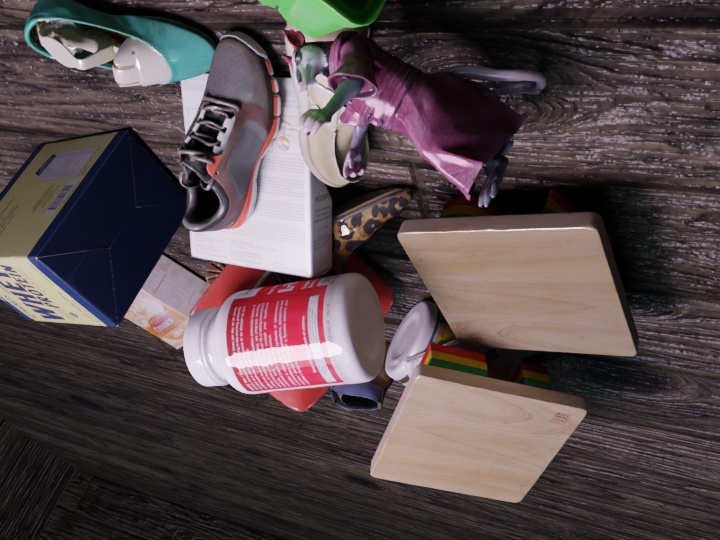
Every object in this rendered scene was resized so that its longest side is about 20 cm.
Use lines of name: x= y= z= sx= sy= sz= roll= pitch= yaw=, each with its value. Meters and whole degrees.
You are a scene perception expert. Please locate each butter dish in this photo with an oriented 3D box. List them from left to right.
butter dish: x=-0.095 y=0.041 z=0.944 sx=0.199 sy=0.201 sz=0.148 roll=42 pitch=172 yaw=-18

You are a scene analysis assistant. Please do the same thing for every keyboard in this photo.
keyboard: x=0.151 y=0.097 z=0.883 sx=0.198 sy=0.011 sz=0.057 roll=-23 pitch=115 yaw=11

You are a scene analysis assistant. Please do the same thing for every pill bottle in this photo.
pill bottle: x=-0.082 y=0.071 z=0.781 sx=0.198 sy=0.113 sz=0.113 roll=-9 pitch=140 yaw=20
pill bottle: x=0.141 y=0.132 z=0.962 sx=0.199 sy=0.112 sz=0.111 roll=29 pitch=150 yaw=-12

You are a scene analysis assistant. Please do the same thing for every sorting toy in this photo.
sorting toy: x=0.132 y=0.181 z=0.879 sx=0.198 sy=0.070 sz=0.200 roll=12 pitch=131 yaw=-8
sorting toy: x=0.170 y=-0.001 z=0.758 sx=0.198 sy=0.070 sz=0.199 roll=1 pitch=142 yaw=34

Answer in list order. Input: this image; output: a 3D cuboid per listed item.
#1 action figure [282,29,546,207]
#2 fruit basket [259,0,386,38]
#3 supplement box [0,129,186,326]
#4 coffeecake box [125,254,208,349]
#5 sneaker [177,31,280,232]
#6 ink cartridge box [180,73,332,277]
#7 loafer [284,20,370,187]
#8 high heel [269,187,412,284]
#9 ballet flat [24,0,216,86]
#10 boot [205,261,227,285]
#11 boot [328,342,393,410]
action figure: x=0.030 y=-0.136 z=0.555 sx=0.199 sy=0.150 sz=0.134 roll=32 pitch=-178 yaw=-2
fruit basket: x=-0.048 y=-0.248 z=0.436 sx=0.214 sy=0.157 sz=0.216 roll=26 pitch=165 yaw=8
supplement box: x=-0.360 y=-0.051 z=0.926 sx=0.198 sy=0.201 sz=0.135 roll=0 pitch=143 yaw=36
coffeecake box: x=-0.339 y=0.033 z=1.175 sx=0.199 sy=0.074 sz=0.153 roll=35 pitch=149 yaw=-18
sneaker: x=-0.132 y=-0.122 z=0.702 sx=0.076 sy=0.082 sz=0.202 roll=21 pitch=118 yaw=22
ink cartridge box: x=-0.109 y=-0.102 z=0.775 sx=0.161 sy=0.057 sz=0.203 roll=10 pitch=107 yaw=26
loafer: x=-0.016 y=-0.147 z=0.659 sx=0.068 sy=0.076 sz=0.201 roll=17 pitch=150 yaw=22
high heel: x=0.000 y=0.000 z=0.825 sx=0.199 sy=0.071 sz=0.143 roll=-27 pitch=102 yaw=24
ballet flat: x=-0.238 y=-0.213 z=0.714 sx=0.198 sy=0.071 sz=0.068 roll=17 pitch=150 yaw=10
boot: x=-0.134 y=0.050 z=1.066 sx=0.198 sy=0.076 sz=0.107 roll=26 pitch=157 yaw=-3
boot: x=-0.044 y=0.153 z=1.109 sx=0.198 sy=0.098 sz=0.075 roll=2 pitch=138 yaw=15
